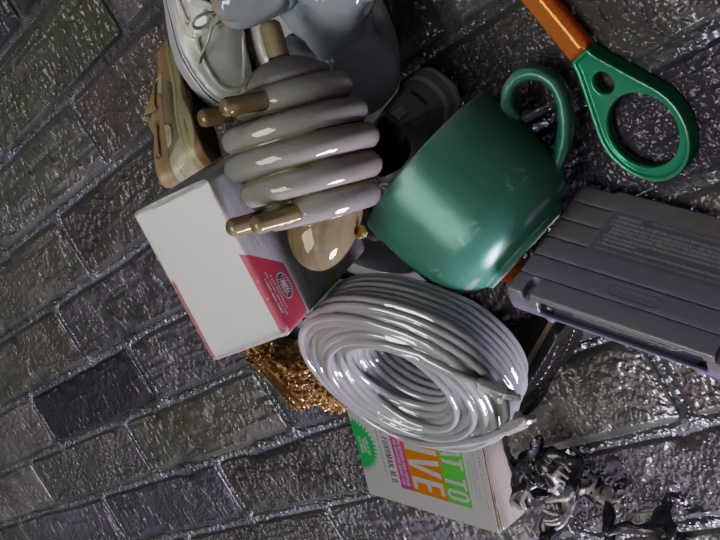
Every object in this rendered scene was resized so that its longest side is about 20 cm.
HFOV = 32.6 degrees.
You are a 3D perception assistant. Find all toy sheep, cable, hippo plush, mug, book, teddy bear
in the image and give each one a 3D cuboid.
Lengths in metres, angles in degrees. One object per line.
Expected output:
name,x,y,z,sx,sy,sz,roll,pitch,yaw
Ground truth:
toy sheep,-0.050,-0.098,0.966,0.138,0.138,0.200,-5,101,48
cable,0.046,0.080,1.066,0.200,0.069,0.200,34,150,-5
hippo plush,-0.016,-0.220,1.048,0.200,0.159,0.161,4,141,26
mug,0.103,-0.063,1.011,0.114,0.152,0.185,43,144,6
book,0.075,0.195,1.330,0.200,0.048,0.134,5,117,47
teddy bear,-0.064,0.098,1.264,0.145,0.067,0.200,41,169,11

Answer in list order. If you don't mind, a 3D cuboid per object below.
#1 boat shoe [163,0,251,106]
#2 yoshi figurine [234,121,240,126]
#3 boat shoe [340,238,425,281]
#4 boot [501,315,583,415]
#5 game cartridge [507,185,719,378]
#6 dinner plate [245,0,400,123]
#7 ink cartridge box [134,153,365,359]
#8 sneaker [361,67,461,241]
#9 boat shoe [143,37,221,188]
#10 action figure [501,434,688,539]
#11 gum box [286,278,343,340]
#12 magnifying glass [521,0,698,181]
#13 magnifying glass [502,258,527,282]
boat shoe,-0.141,-0.256,1.177,0.086,0.074,0.202,-6,101,60
yoshi figurine,-0.100,-0.088,1.243,0.112,0.112,0.200,33,142,6
boat shoe,0.000,0.000,1.234,0.200,0.072,0.068,12,125,45
boot,0.120,0.059,1.145,0.138,0.077,0.200,47,146,18
game cartridge,0.231,0.005,0.950,0.200,0.130,0.038,20,145,36
dinner plate,-0.046,-0.216,1.160,0.200,0.024,0.200,27,134,32
ink cartridge box,-0.089,-0.033,1.084,0.083,0.200,0.145,-23,102,27
sneaker,0.022,-0.097,1.128,0.075,0.082,0.200,39,140,19
boat shoe,-0.188,-0.163,1.236,0.064,0.200,0.071,-28,133,13
action figure,0.203,0.229,1.169,0.200,0.102,0.119,24,147,30
gum box,-0.009,0.074,1.253,0.200,0.045,0.170,9,145,54
magnifying glass,0.187,-0.154,0.962,0.200,0.022,0.080,53,142,4
magnifying glass,0.168,0.007,1.059,0.200,0.080,0.022,12,130,54
